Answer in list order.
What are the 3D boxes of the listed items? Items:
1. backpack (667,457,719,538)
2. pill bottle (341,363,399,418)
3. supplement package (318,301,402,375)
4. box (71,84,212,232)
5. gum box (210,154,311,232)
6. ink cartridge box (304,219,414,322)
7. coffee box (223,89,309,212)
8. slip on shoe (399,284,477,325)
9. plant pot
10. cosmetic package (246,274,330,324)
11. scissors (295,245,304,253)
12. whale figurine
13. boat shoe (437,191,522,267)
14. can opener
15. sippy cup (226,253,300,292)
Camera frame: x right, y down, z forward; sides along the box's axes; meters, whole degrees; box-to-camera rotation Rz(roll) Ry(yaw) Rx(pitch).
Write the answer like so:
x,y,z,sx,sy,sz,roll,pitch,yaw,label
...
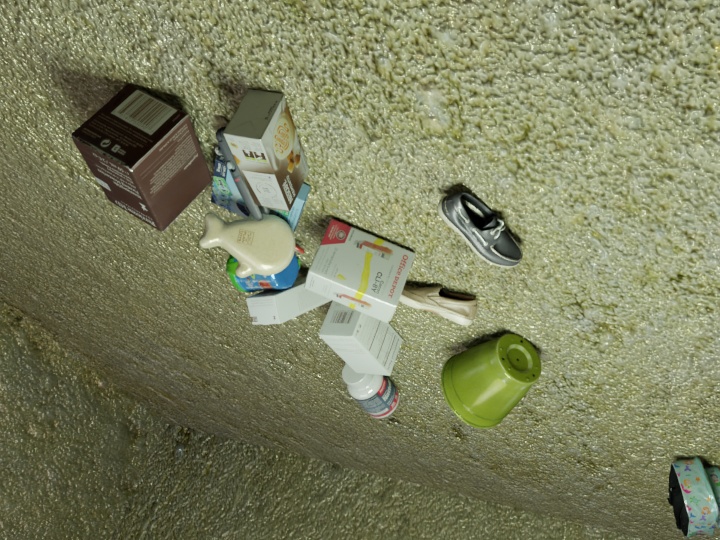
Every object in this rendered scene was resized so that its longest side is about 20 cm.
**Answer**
x,y,z,sx,sy,sz,roll,pitch,yaw,label
0.896,0.598,1.843,0.150,0.178,0.200,-16,133,18,backpack
0.028,0.352,2.100,0.119,0.120,0.200,2,145,34,pill bottle
0.004,0.176,1.822,0.116,0.118,0.200,-2,142,36,supplement package
-0.426,-0.221,1.376,0.165,0.165,0.200,28,154,20,box
-0.217,-0.163,1.482,0.199,0.045,0.170,24,152,-4,gum box
0.000,0.000,1.484,0.199,0.146,0.084,22,150,0,ink cartridge box
-0.169,-0.218,1.283,0.079,0.115,0.200,12,149,18,coffee box
0.169,0.061,1.577,0.199,0.076,0.061,22,113,17,slip on shoe
0.328,0.251,1.669,0.200,0.201,0.193,29,139,-11,plant pot
-0.169,0.068,1.678,0.101,0.200,0.075,-6,100,38,cosmetic package
-0.205,-0.080,1.586,0.073,0.014,0.200,19,172,43,scissors
-0.240,-0.062,1.474,0.199,0.160,0.104,12,174,-14,whale figurine
0.234,-0.075,1.282,0.200,0.073,0.063,37,152,-15,boat shoe
-0.229,-0.191,1.362,0.078,0.063,0.201,3,118,38,can opener
-0.220,-0.010,1.635,0.130,0.178,0.140,6,133,36,sippy cup
